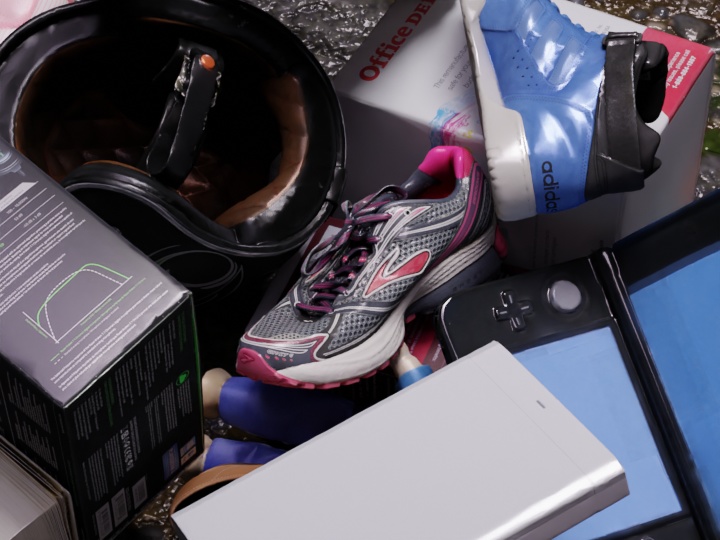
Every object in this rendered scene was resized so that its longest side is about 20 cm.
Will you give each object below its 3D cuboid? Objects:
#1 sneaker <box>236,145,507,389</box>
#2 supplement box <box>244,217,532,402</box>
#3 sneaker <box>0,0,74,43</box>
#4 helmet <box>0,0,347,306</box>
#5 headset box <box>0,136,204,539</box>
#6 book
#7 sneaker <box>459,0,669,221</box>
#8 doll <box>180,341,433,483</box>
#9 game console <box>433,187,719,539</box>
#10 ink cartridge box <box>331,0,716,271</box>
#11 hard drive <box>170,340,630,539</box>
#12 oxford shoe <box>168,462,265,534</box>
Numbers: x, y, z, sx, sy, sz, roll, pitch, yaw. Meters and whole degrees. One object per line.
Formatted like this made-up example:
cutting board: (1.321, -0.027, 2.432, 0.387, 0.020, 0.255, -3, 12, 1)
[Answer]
sneaker: (0.000, 0.000, 1.233, 0.080, 0.075, 0.200, 14, 40, 40)
supplement box: (0.043, 0.044, 1.301, 0.199, 0.061, 0.109, 16, 50, 16)
sneaker: (-0.281, -0.147, 1.455, 0.200, 0.075, 0.105, -4, 63, 37)
helmet: (-0.124, -0.070, 1.276, 0.190, 0.200, 0.200, -9, 29, 51)
headset box: (-0.187, 0.026, 1.151, 0.200, 0.174, 0.093, 37, 64, 21)
book: (-0.231, 0.118, 1.184, 0.200, 0.134, 0.048, 36, 60, 29)
sneaker: (0.118, -0.123, 1.244, 0.111, 0.077, 0.200, -10, 54, 4)
doll: (0.002, 0.104, 1.234, 0.199, 0.048, 0.137, 13, 81, 13)
game console: (0.160, 0.072, 1.178, 0.170, 0.118, 0.201, -15, 75, -24)
ink cartridge box: (0.097, -0.076, 1.357, 0.200, 0.145, 0.145, 22, 51, 19)
hard drive: (0.018, 0.120, 1.104, 0.200, 0.026, 0.132, -27, 38, -14)
oxford shoe: (-0.008, 0.129, 1.174, 0.199, 0.071, 0.072, -9, 86, 12)
